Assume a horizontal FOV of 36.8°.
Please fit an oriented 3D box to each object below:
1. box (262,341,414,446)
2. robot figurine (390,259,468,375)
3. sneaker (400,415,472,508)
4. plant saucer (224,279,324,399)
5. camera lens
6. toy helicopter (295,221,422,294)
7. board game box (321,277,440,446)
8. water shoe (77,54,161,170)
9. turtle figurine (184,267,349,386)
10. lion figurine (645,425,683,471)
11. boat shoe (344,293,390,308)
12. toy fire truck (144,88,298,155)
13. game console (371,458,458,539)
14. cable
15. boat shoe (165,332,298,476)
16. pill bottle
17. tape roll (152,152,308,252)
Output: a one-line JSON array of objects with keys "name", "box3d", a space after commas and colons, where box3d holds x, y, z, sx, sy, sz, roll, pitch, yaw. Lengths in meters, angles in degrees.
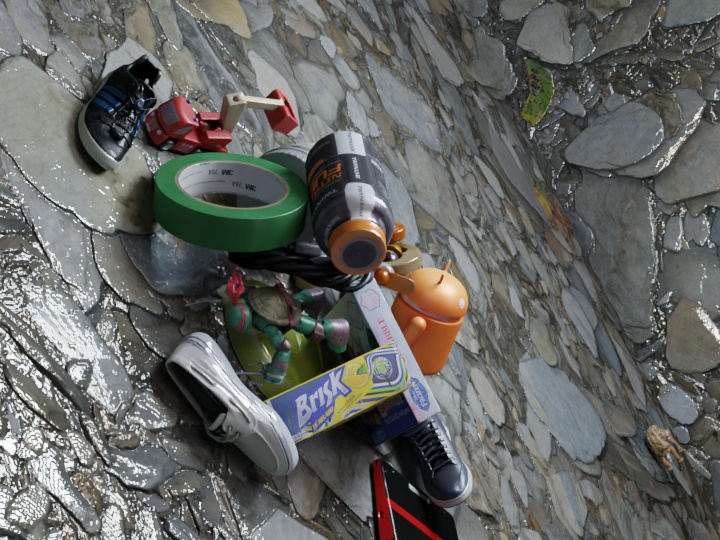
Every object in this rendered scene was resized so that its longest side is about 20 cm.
[{"name": "box", "box3d": [-0.036, 0.162, 1.357, 0.198, 0.070, 0.065, -23, 80, -29]}, {"name": "robot figurine", "box3d": [0.099, 0.084, 1.702, 0.142, 0.203, 0.117, 5, 25, -38]}, {"name": "sneaker", "box3d": [0.092, 0.248, 1.604, 0.147, 0.076, 0.203, 57, 3, -28]}, {"name": "plant saucer", "box3d": [-0.107, 0.096, 1.471, 0.200, 0.031, 0.202, 45, 28, -31]}, {"name": "camera lens", "box3d": [-0.077, -0.108, 1.611, 0.162, 0.159, 0.200, 61, 23, 4]}, {"name": "toy helicopter", "box3d": [0.000, 0.000, 1.627, 0.132, 0.197, 0.080, -128, -152, -61]}, {"name": "board game box", "box3d": [0.020, 0.133, 1.515, 0.041, 0.200, 0.202, -23, 80, -22]}, {"name": "water shoe", "box3d": [-0.302, -0.210, 1.371, 0.071, 0.078, 0.202, 43, 28, -32]}, {"name": "turtle figurine", "box3d": [-0.113, 0.066, 1.361, 0.198, 0.101, 0.151, -1, 58, -42]}, {"name": "lion figurine", "box3d": [0.809, 0.462, 2.904, 0.123, 0.072, 0.200, 52, 8, 8]}, {"name": "boat shoe", "box3d": [0.002, 0.049, 1.666, 0.064, 0.073, 0.201, 55, 8, -8]}, {"name": "toy fire truck", "box3d": [-0.192, -0.212, 1.522, 0.199, 0.140, 0.049, 11, 51, -61]}, {"name": "game console", "box3d": [0.085, 0.382, 1.538, 0.200, 0.031, 0.178, 44, 22, -35]}, {"name": "cable", "box3d": [-0.081, -0.005, 1.410, 0.198, 0.052, 0.162, 10, 10, -38]}, {"name": "boat shoe", "box3d": [-0.156, 0.169, 1.254, 0.201, 0.073, 0.067, 50, 40, -2]}, {"name": "pill bottle", "box3d": [-0.013, -0.083, 1.393, 0.106, 0.106, 0.201, 43, 22, -34]}, {"name": "tape roll", "box3d": [-0.166, -0.091, 1.391, 0.197, 0.049, 0.201, 7, 28, -4]}]
